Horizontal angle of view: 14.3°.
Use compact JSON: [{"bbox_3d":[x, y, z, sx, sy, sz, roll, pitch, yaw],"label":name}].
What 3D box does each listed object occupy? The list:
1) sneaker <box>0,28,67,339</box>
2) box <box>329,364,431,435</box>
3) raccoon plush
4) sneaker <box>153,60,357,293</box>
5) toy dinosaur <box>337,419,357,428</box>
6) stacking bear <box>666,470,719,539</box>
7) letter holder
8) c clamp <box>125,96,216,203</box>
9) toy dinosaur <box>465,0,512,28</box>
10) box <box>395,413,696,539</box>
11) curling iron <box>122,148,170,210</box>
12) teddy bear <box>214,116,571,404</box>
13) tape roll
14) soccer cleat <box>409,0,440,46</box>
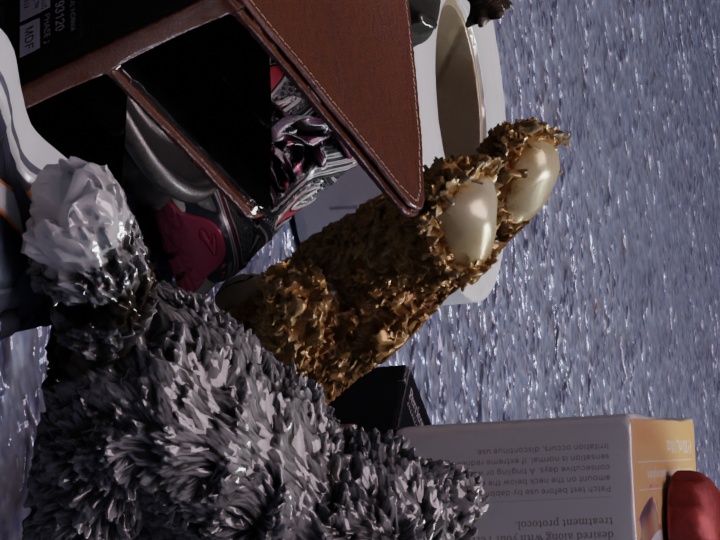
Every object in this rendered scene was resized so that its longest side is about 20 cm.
[{"bbox_3d":[-0.129,-0.013,0.862,0.200,0.078,0.080,67,37,-68],"label":"sneaker"},{"bbox_3d":[0.002,0.161,1.287,0.201,0.078,0.142,70,25,-44],"label":"box"},{"bbox_3d":[-0.031,0.055,0.876,0.200,0.133,0.097,76,30,-67],"label":"raccoon plush"},{"bbox_3d":[-0.040,-0.055,1.202,0.200,0.074,0.081,-64,146,-61],"label":"sneaker"},{"bbox_3d":[-0.050,0.121,1.092,0.200,0.085,0.136,44,43,-69],"label":"toy dinosaur"},{"bbox_3d":[0.240,0.151,1.235,0.114,0.199,0.122,57,32,-59],"label":"stacking bear"},{"bbox_3d":[-0.055,-0.107,0.989,0.142,0.100,0.201,46,28,-44],"label":"letter holder"},{"bbox_3d":[-0.086,-0.125,1.113,0.171,0.027,0.200,60,24,-30],"label":"c clamp"},{"bbox_3d":[0.022,-0.158,1.201,0.200,0.077,0.103,-53,125,-44],"label":"toy dinosaur"},{"bbox_3d":[0.089,0.166,1.262,0.152,0.106,0.201,8,78,-74],"label":"box"},{"bbox_3d":[-0.110,-0.054,1.026,0.050,0.025,0.200,66,7,20],"label":"curling iron"},{"bbox_3d":[0.000,0.000,1.147,0.067,0.200,0.145,48,54,-1],"label":"teddy bear"},{"bbox_3d":[0.018,-0.080,1.429,0.202,0.070,0.204,-4,90,-75],"label":"tape roll"},{"bbox_3d":[-0.041,-0.162,1.254,0.200,0.083,0.065,47,47,-34],"label":"soccer cleat"}]
